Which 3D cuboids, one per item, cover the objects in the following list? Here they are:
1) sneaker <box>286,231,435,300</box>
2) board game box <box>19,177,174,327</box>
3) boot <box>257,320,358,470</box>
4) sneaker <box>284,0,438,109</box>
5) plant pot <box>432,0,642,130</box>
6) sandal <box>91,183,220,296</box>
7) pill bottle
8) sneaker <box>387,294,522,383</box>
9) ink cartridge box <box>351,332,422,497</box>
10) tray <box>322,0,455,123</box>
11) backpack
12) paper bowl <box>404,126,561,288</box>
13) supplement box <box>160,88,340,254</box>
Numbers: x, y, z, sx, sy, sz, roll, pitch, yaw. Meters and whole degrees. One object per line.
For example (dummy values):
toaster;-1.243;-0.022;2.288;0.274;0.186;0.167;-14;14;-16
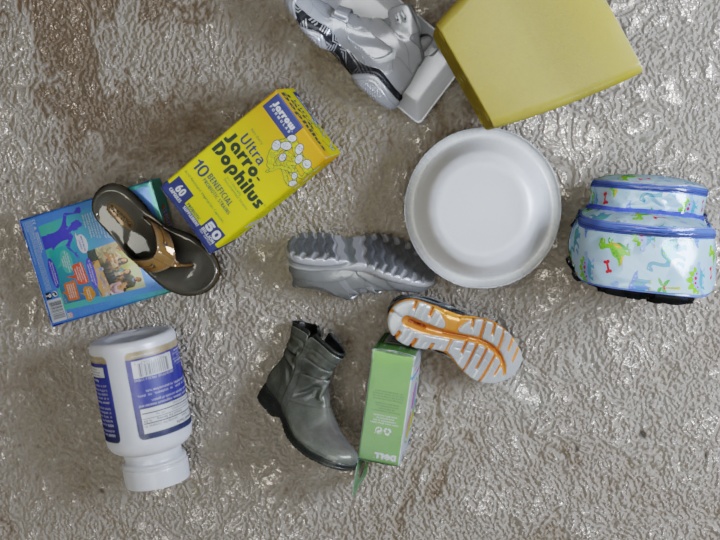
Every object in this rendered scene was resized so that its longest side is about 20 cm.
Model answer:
sneaker;0.000;0.000;1.663;0.197;0.075;0.083;10;135;3
board game box;-0.345;-0.024;1.714;0.197;0.045;0.154;-15;96;11
boot;-0.054;0.157;1.644;0.200;0.067;0.132;40;110;40
sneaker;0.004;-0.307;1.578;0.200;0.075;0.115;44;102;-5
plant pot;0.193;-0.270;1.495;0.175;0.200;0.202;-31;93;3
sandal;-0.273;-0.038;1.651;0.200;0.055;0.082;43;101;0
pill bottle;-0.290;0.185;1.701;0.118;0.120;0.203;-7;98;10
sneaker;0.122;0.080;1.644;0.198;0.077;0.079;27;98;-15
ink cartridge box;0.037;0.192;1.657;0.058;0.104;0.203;9;100;8
tray;0.033;-0.293;1.623;0.199;0.022;0.108;40;103;1
backpack;0.340;-0.040;1.522;0.180;0.200;0.150;4;100;9
paper bowl;0.153;-0.078;1.589;0.197;0.104;0.204;0;94;7
supplement box;-0.140;-0.130;1.632;0.199;0.110;0.109;-38;92;12
